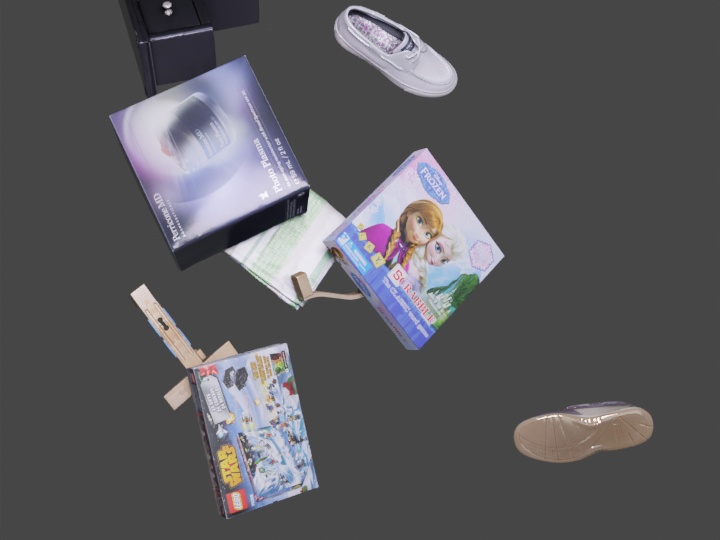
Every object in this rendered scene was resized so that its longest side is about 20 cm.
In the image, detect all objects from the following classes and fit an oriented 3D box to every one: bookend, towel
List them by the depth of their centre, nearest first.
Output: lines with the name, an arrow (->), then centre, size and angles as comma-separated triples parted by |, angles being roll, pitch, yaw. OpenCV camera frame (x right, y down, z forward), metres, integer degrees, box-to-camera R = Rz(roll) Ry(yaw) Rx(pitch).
bookend -> -0.213, -0.347, 1.261 | 0.196, 0.093, 0.202 | -13, 57, -13
towel -> -0.123, -0.061, 1.336 | 0.199, 0.031, 0.150 | 37, 76, -5

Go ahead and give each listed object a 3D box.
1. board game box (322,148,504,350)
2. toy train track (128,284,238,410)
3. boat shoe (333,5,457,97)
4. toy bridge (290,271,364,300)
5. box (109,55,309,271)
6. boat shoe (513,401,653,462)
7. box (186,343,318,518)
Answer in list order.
board game box -> 0.079, -0.030, 1.337 | 0.200, 0.041, 0.201 | -45, 107, -21
toy train track -> -0.242, 0.106, 1.280 | 0.114, 0.032, 0.201 | -40, 103, -23
boat shoe -> 0.057, -0.320, 1.377 | 0.199, 0.068, 0.072 | 34, 78, -7
toy bridge -> 0.000, 0.000, 1.338 | 0.198, 0.027, 0.068 | -25, 105, -25
box -> -0.195, -0.138, 1.257 | 0.197, 0.123, 0.202 | -26, 82, -9
boat shoe -> 0.320, 0.230, 1.387 | 0.197, 0.065, 0.073 | -11, 96, 5
box -> -0.144, 0.211, 1.277 | 0.135, 0.040, 0.203 | -13, 91, -26
